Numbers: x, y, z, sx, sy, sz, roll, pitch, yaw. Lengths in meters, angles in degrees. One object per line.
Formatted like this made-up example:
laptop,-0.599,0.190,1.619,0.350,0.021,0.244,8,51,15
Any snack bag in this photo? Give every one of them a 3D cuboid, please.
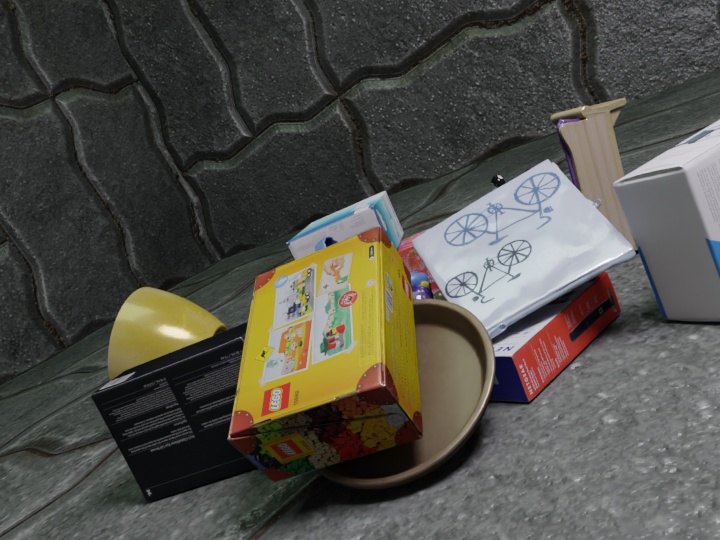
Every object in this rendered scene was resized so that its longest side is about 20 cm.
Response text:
snack bag,0.163,-0.024,0.719,0.188,0.021,0.200,-30,37,5

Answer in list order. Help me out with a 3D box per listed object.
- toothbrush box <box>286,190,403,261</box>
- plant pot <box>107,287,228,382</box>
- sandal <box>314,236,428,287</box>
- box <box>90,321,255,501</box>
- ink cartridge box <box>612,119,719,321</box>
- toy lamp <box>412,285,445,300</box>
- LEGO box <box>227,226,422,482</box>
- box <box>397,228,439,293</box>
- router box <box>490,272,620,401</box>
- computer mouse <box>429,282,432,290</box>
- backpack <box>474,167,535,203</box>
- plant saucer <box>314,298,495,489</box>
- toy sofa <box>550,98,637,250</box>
toothbrush box,-0.018,-0.052,1.100,0.146,0.086,0.200,-23,10,11
plant pot,-0.296,0.134,1.127,0.141,0.202,0.200,5,17,11
sandal,0.000,0.000,0.928,0.199,0.088,0.079,6,-6,29
box,-0.175,0.157,0.774,0.199,0.142,0.079,-21,8,16
ink cartridge box,0.356,-0.061,0.653,0.199,0.147,0.086,-28,9,-26
toy lamp,0.154,0.004,0.758,0.199,0.059,0.058,-21,10,14
LEGO box,-0.029,0.071,0.637,0.148,0.077,0.201,-21,39,19
box,0.046,0.016,1.121,0.199,0.095,0.103,-22,9,9
router box,0.145,0.070,0.741,0.179,0.049,0.199,-31,12,-37
computer mouse,0.067,0.066,0.916,0.058,0.034,0.200,-22,21,25
backpack,0.191,-0.025,0.892,0.126,0.168,0.200,-20,-8,-43
plant saucer,0.033,0.111,0.633,0.199,0.030,0.201,-22,39,19
toy sofa,0.304,-0.114,0.898,0.097,0.201,0.083,-20,10,-8
